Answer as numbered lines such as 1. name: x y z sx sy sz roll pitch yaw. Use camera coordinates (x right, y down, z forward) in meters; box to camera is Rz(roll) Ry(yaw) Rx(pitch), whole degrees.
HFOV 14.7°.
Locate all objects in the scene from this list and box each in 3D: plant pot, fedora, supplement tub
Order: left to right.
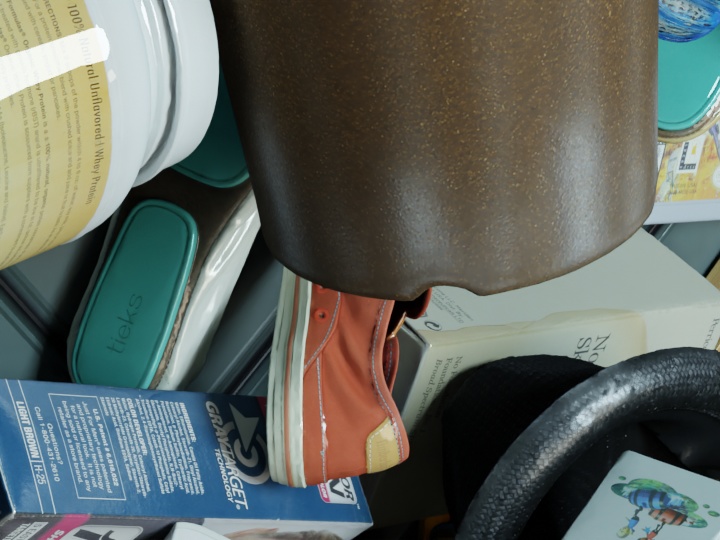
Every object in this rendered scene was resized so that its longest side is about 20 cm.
1. supplement tub: -0.162 -0.060 0.944 0.200 0.145 0.145 -24 126 -36
2. plant pot: 0.024 -0.109 1.007 0.200 0.200 0.199 -27 123 -34
3. fedora: 0.091 0.096 1.209 0.200 0.092 0.201 -23 133 -27

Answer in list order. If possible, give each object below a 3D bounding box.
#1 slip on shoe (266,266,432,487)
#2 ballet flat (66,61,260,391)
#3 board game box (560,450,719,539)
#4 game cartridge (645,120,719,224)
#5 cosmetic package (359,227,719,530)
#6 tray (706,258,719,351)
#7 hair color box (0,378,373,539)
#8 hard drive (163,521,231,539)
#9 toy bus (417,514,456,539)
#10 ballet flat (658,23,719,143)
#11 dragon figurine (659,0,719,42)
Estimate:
1. slip on shoe: 0.000 0.000 1.150 0.074 0.061 0.200 85 9 -55
2. ballet flat: -0.061 -0.034 1.135 0.069 0.069 0.200 12 105 -48
3. board game box: 0.091 0.195 1.116 0.200 0.064 0.148 -53 144 -30
4. game cartridge: 0.153 -0.089 1.342 0.200 0.042 0.133 -5 117 -45
5. cosmetic package: 0.066 0.046 1.277 0.200 0.073 0.104 -7 127 -41
6. tray: 0.213 0.029 1.464 0.200 0.037 0.099 -53 138 -11
7. hair color box: -0.100 0.095 1.120 0.100 0.061 0.200 -35 153 34
8. hard drive: -0.058 0.190 1.142 0.200 0.132 0.026 -54 -166 43
9. toy bus: 0.065 0.170 1.325 0.192 0.136 0.200 -61 138 -23
10. ballet flat: 0.137 -0.151 1.208 0.063 0.068 0.200 64 28 -83
11. dragon figurine: 0.135 -0.130 1.122 0.200 0.059 0.100 10 69 -37
